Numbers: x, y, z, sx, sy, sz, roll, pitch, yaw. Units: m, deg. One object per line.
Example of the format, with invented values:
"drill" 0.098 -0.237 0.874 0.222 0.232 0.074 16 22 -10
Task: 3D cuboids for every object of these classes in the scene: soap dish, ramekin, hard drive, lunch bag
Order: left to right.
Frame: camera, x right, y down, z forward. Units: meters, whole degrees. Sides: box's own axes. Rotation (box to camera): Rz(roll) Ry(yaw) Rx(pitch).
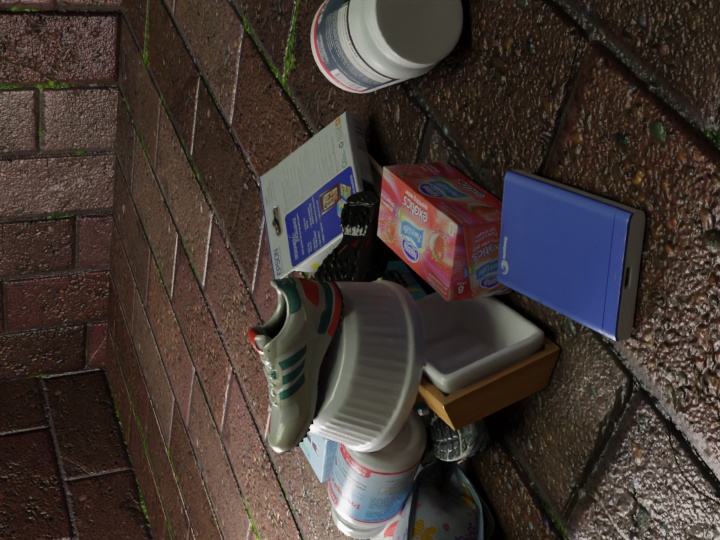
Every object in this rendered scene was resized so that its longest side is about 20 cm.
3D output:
"ramekin" -0.017 0.106 1.177 0.202 0.094 0.204 -31 54 53
"lunch bag" 0.099 0.371 1.326 0.201 0.126 0.171 -84 8 -49
"soap dish" 0.119 0.099 1.195 0.200 0.156 0.082 38 147 58
"hard drive" 0.218 -0.021 1.071 0.200 0.025 0.133 31 124 56

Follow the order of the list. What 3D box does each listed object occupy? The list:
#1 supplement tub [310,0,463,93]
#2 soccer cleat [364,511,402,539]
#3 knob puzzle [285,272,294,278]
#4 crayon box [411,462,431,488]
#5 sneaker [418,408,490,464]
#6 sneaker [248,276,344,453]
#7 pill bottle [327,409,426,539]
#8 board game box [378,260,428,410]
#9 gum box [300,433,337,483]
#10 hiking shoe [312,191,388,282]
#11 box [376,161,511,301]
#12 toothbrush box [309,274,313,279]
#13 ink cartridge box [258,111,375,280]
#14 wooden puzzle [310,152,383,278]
"supplement tub" 0.031 -0.310 1.293 0.200 0.139 0.142 -177 82 -65
"soccer cleat" 0.041 0.383 1.546 0.200 0.068 0.074 164 113 -65
"knob puzzle" -0.083 0.126 1.574 0.220 0.030 0.222 170 90 -78
"crayon box" 0.027 0.243 1.473 0.126 0.051 0.201 -50 55 30
"sneaker" 0.127 0.200 1.267 0.200 0.085 0.078 139 128 -72
"sneaker" -0.089 0.100 1.113 0.070 0.093 0.202 30 105 60
"pill bottle" 0.015 0.265 1.316 0.201 0.108 0.109 103 149 -45
"board game box" 0.053 0.084 1.387 0.200 0.046 0.153 -118 27 -74
"gum box" -0.076 0.191 1.435 0.171 0.044 0.201 57 160 23
"hiking shoe" 0.000 0.000 1.353 0.075 0.101 0.201 11 71 35
"box" 0.105 -0.053 1.245 0.200 0.094 0.104 -133 42 -53
"toothbrush box" -0.028 0.094 1.592 0.146 0.085 0.201 -119 31 -42
"ink cartridge box" -0.064 -0.105 1.511 0.199 0.047 0.199 -34 54 36
"wooden puzzle" -0.015 -0.071 1.512 0.201 0.046 0.185 -56 43 16
